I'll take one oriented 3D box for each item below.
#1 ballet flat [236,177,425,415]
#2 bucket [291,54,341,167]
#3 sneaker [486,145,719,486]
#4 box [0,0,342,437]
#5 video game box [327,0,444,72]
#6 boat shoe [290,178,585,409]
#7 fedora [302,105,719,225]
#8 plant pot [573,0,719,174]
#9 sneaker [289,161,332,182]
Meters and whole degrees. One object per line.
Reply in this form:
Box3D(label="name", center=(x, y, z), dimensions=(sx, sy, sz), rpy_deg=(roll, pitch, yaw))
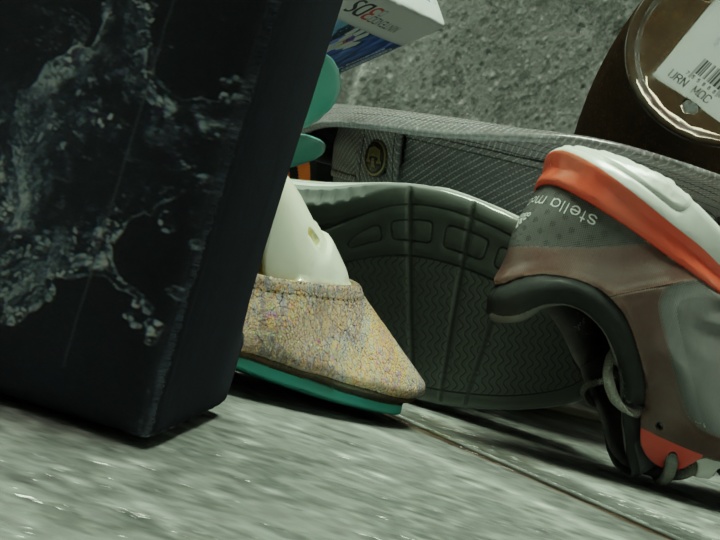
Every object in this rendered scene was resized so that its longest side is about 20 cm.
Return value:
Box3D(label="ballet flat", center=(-0.056, -0.006, 0.754), dimensions=(0.200, 0.067, 0.068), rpy_deg=(15, 3, -33))
Box3D(label="bucket", center=(-0.105, -0.109, 0.828), dimensions=(0.135, 0.208, 0.207), rpy_deg=(-18, 14, -16))
Box3D(label="sneaker", center=(0.120, 0.046, 0.855), dimensions=(0.200, 0.082, 0.077), rpy_deg=(39, -14, -12))
Box3D(label="box", center=(-0.106, -0.083, 0.635), dimensions=(0.200, 0.197, 0.117), rpy_deg=(17, 3, 5))
Box3D(label="video game box", center=(-0.076, -0.101, 1.155), dimensions=(0.200, 0.047, 0.182), rpy_deg=(-23, -9, 14))
Box3D(label="boat shoe", center=(-0.001, 0.001, 0.912), dimensions=(0.202, 0.075, 0.065), rpy_deg=(10, 5, 13))
Box3D(label="fedora", center=(0.058, -0.004, 0.994), dimensions=(0.200, 0.090, 0.177), rpy_deg=(12, -3, 42))
Box3D(label="plant pot", center=(0.171, -0.050, 1.132), dimensions=(0.187, 0.187, 0.200), rpy_deg=(18, -19, 17))
Box3D(label="sneaker", center=(-0.058, -0.054, 1.170), dimensions=(0.070, 0.090, 0.200), rpy_deg=(29, -3, 27))
